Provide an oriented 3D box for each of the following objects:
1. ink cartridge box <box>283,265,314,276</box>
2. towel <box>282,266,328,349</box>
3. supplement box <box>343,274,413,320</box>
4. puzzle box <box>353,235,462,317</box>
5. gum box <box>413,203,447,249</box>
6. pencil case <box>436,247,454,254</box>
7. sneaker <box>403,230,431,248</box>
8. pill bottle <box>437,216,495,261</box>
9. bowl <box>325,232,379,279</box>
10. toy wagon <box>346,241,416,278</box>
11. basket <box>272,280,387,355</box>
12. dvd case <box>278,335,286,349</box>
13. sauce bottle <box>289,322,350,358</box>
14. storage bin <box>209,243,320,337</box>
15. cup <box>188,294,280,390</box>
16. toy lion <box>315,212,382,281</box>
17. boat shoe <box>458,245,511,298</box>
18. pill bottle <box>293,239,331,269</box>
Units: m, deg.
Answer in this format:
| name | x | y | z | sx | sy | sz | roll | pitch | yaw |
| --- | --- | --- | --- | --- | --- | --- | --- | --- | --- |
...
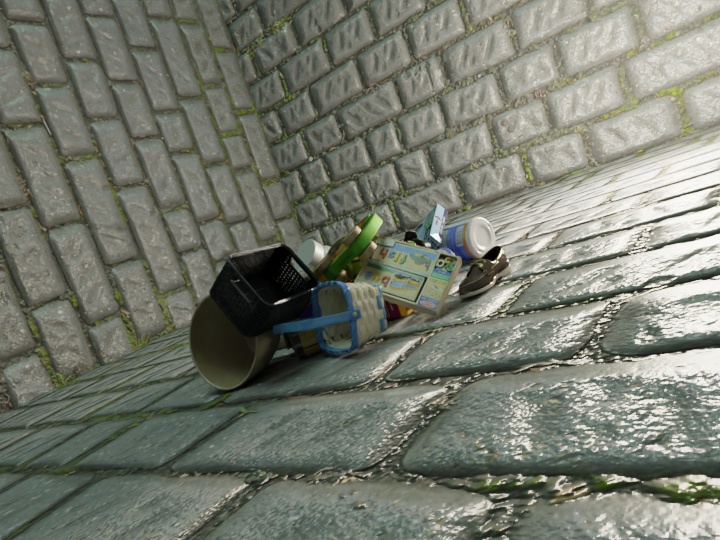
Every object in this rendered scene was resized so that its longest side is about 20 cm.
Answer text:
| name | x | y | z | sx | sy | sz | roll | pitch | yaw |
| --- | --- | --- | --- | --- | --- | --- | --- | --- | --- |
| ink cartridge box | -0.174 | 0.080 | 1.437 | 0.082 | 0.150 | 0.198 | -27 | 9 | -37 |
| towel | -0.113 | 0.078 | 1.299 | 0.022 | 0.147 | 0.199 | 15 | 39 | 41 |
| supplement box | 0.044 | 0.054 | 1.276 | 0.196 | 0.106 | 0.130 | -18 | 7 | 36 |
| puzzle box | 0.095 | 0.008 | 1.135 | 0.196 | 0.026 | 0.135 | 16 | 64 | 28 |
| gum box | 0.167 | -0.073 | 1.594 | 0.200 | 0.044 | 0.171 | -48 | 12 | 37 |
| pencil case | 0.159 | 0.009 | 1.381 | 0.197 | 0.088 | 0.078 | -24 | -18 | -36 |
| sneaker | 0.117 | -0.022 | 1.443 | 0.103 | 0.060 | 0.202 | -10 | -38 | -43 |
| pill bottle | 0.278 | -0.079 | 1.574 | 0.110 | 0.115 | 0.198 | -24 | 6 | -33 |
| bowl | 0.000 | 0.000 | 1.426 | 0.196 | 0.206 | 0.094 | -21 | 6 | -1 |
| toy wagon | 0.057 | -0.030 | 1.272 | 0.152 | 0.041 | 0.199 | -23 | 5 | -20 |
| basket | -0.056 | 0.092 | 1.061 | 0.195 | 0.144 | 0.175 | -5 | -3 | -27 |
| dvd case | -0.136 | 0.158 | 1.416 | 0.196 | 0.016 | 0.148 | -18 | 8 | 34 |
| sauce bottle | -0.053 | 0.126 | 1.190 | 0.195 | 0.066 | 0.065 | -20 | 6 | -3 |
| storage bin | -0.190 | 0.036 | 1.123 | 0.094 | 0.135 | 0.199 | -52 | -15 | 27 |
| cup | -0.258 | 0.146 | 1.213 | 0.196 | 0.206 | 0.142 | -17 | -8 | 28 |
| toy lion | -0.012 | -0.065 | 1.248 | 0.200 | 0.068 | 0.193 | -42 | 11 | 46 |
| boat shoe | 0.260 | 0.002 | 1.174 | 0.071 | 0.061 | 0.198 | -14 | 9 | 43 |
| pill bottle | -0.081 | 0.002 | 1.510 | 0.108 | 0.198 | 0.112 | -29 | 44 | 33 |
